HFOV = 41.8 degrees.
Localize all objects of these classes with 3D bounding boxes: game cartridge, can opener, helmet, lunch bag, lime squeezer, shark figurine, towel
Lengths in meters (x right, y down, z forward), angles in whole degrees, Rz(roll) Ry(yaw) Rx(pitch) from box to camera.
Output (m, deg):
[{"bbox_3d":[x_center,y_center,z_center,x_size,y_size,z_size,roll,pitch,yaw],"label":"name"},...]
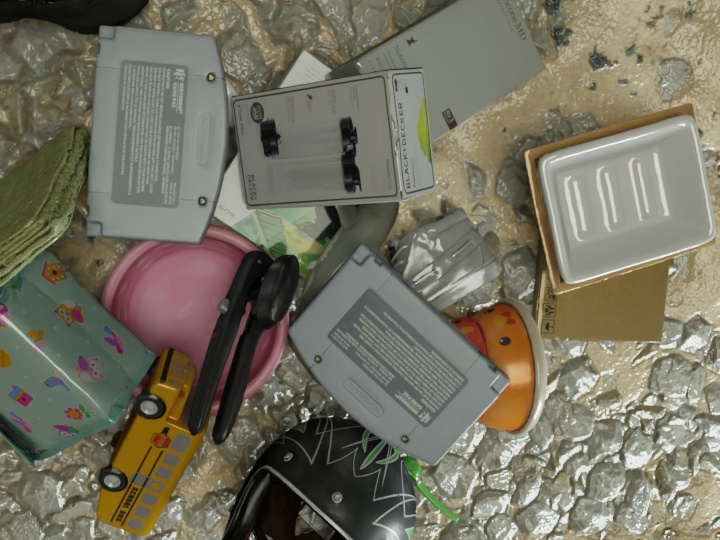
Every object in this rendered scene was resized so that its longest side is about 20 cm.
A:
[{"bbox_3d":[-0.194,-0.129,0.916,0.131,0.042,0.204,5,91,-9],"label":"game cartridge"},{"bbox_3d":[-0.123,0.070,0.934,0.063,0.079,0.202,27,70,-13],"label":"can opener"},{"bbox_3d":[-0.033,0.248,0.979,0.199,0.200,0.192,34,105,-13],"label":"helmet"},{"bbox_3d":[-0.333,0.096,0.927,0.198,0.123,0.171,-27,114,33],"label":"lunch bag"},{"bbox_3d":[0.032,0.089,0.934,0.200,0.042,0.133,43,102,-2],"label":"game cartridge"},{"bbox_3d":[0.060,0.206,1.083,0.070,0.037,0.203,-21,102,-39],"label":"lime squeezer"},{"bbox_3d":[-0.012,0.013,0.981,0.089,0.128,0.216,32,88,15],"label":"shark figurine"},{"bbox_3d":[-0.317,-0.051,0.882,0.147,0.201,0.037,-32,123,15],"label":"towel"}]

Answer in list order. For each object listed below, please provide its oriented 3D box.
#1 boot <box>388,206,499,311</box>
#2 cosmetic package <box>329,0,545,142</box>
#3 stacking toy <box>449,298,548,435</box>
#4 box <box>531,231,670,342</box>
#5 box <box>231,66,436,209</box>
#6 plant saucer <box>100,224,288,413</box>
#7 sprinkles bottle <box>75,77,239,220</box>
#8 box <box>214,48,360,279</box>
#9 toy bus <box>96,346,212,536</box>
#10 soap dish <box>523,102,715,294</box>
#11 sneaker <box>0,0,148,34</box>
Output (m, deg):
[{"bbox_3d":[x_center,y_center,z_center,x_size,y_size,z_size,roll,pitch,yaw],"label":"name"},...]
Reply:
[{"bbox_3d":[0.050,0.012,1.040,0.198,0.074,0.096,-31,89,-7],"label":"boot"},{"bbox_3d":[0.081,-0.207,0.978,0.199,0.081,0.114,-36,105,-18],"label":"cosmetic package"},{"bbox_3d":[0.086,0.108,1.002,0.197,0.146,0.149,-3,98,-16],"label":"stacking toy"},{"bbox_3d":[0.283,-0.018,1.093,0.161,0.021,0.204,2,97,-11],"label":"box"},{"bbox_3d":[-0.028,-0.122,0.905,0.060,0.198,0.119,-18,102,-50],"label":"box"},{"bbox_3d":[-0.176,0.050,1.006,0.197,0.051,0.204,-1,97,-10],"label":"plant saucer"},{"bbox_3d":[-0.208,-0.124,0.967,0.199,0.068,0.068,-41,102,-3],"label":"sprinkles bottle"},{"bbox_3d":[-0.059,-0.111,1.012,0.143,0.036,0.202,33,93,-12],"label":"box"},{"bbox_3d":[-0.212,0.178,0.969,0.077,0.065,0.201,24,118,-13],"label":"toy bus"},{"bbox_3d":[0.279,-0.079,1.031,0.197,0.081,0.160,-16,100,-8],"label":"soap dish"},{"bbox_3d":[-0.304,-0.273,0.919,0.196,0.091,0.077,-6,97,-11],"label":"sneaker"}]
